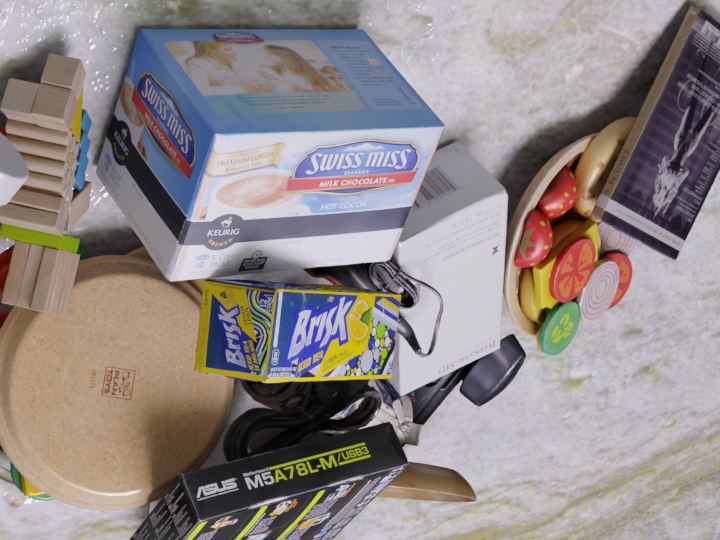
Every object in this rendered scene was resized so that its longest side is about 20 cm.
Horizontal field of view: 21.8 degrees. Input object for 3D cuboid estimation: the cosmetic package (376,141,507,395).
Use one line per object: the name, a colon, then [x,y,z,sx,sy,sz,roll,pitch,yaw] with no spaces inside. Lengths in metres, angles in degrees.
cosmetic package: [0.059,0.001,1.600,0.113,0.081,0.200,-26,140,-18]

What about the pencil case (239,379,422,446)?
pencil case: [-0.027,0.104,1.633,0.200,0.089,0.078,35,60,-51]

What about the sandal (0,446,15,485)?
sandal: [-0.306,0.114,1.442,0.057,0.080,0.201,-56,149,-4]

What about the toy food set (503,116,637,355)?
toy food set: [0.197,-0.028,1.662,0.200,0.049,0.198,-40,139,-32]

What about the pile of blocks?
pile of blocks: [-0.232,-0.062,1.325,0.082,0.062,0.200,-60,161,-67]

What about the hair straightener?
hair straightener: [0.000,0.000,1.494,0.077,0.041,0.200,-21,122,43]

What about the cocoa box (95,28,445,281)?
cocoa box: [-0.066,-0.089,1.361,0.200,0.133,0.131,-5,133,-35]

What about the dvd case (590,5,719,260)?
dvd case: [0.285,-0.118,1.656,0.149,0.016,0.200,22,94,-52]

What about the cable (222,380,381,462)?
cable: [-0.045,0.111,1.518,0.200,0.050,0.097,-35,135,-37]

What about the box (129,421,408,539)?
box: [-0.085,0.197,1.488,0.193,0.048,0.200,-10,155,-31]

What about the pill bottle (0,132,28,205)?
pill bottle: [-0.318,-0.018,1.252,0.200,0.113,0.113,-47,142,11]

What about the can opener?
can opener: [0.064,0.115,1.741,0.200,0.079,0.063,-44,152,23]

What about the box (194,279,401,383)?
box: [-0.043,0.045,1.395,0.200,0.064,0.070,4,93,-63]

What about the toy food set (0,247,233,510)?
toy food set: [-0.192,0.082,1.424,0.198,0.049,0.200,-7,96,-24]

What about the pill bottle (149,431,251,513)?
pill bottle: [-0.125,0.238,1.671,0.114,0.114,0.200,-26,142,-15]

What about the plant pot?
plant pot: [0.008,0.188,1.705,0.200,0.200,0.028,17,75,-47]
